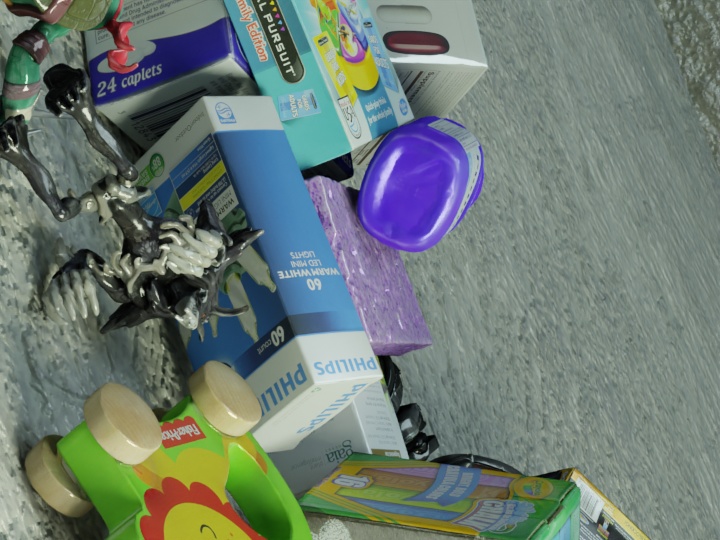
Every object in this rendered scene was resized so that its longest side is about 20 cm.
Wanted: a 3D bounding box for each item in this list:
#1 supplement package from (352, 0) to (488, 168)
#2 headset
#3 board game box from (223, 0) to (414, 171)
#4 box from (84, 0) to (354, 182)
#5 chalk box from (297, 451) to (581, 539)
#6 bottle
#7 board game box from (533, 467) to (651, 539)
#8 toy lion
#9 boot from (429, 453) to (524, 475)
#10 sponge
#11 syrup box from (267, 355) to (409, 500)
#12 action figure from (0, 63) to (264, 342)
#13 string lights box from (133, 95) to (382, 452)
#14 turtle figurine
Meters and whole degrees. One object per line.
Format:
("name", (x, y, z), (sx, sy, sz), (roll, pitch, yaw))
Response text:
("supplement package", (-0.006, -0.198, 1.981), (0.111, 0.156, 0.200), (0, 63, -28))
("headset", (0.021, 0.098, 1.879), (0.124, 0.094, 0.200), (60, 8, -33))
("board game box", (-0.040, -0.173, 1.742), (0.200, 0.047, 0.151), (68, 18, -4))
("box", (-0.100, -0.165, 1.805), (0.184, 0.105, 0.200), (44, 30, -54))
("chalk box", (0.067, 0.197, 1.646), (0.124, 0.200, 0.125), (-35, 130, -67))
("bottle", (0.046, -0.062, 1.810), (0.200, 0.065, 0.084), (-34, 147, -80))
("board game box", (0.152, 0.233, 1.923), (0.200, 0.165, 0.057), (43, 53, -22))
("toy lion", (-0.082, 0.151, 1.474), (0.192, 0.069, 0.200), (54, 21, 11))
("boot", (0.097, 0.260, 2.027), (0.188, 0.068, 0.200), (56, 34, -39))
("sponge", (0.000, 0.000, 1.763), (0.200, 0.030, 0.112), (8, 63, -77))
("syrup box", (-0.040, 0.052, 1.780), (0.081, 0.079, 0.200), (11, 60, -70))
("action figure", (-0.134, -0.017, 1.537), (0.200, 0.119, 0.102), (50, 19, -29))
("string lights box", (-0.069, 0.003, 1.657), (0.059, 0.103, 0.200), (-3, 63, -42))
("turtle figurine", (-0.200, -0.170, 1.548), (0.200, 0.101, 0.150), (31, 42, -54))
